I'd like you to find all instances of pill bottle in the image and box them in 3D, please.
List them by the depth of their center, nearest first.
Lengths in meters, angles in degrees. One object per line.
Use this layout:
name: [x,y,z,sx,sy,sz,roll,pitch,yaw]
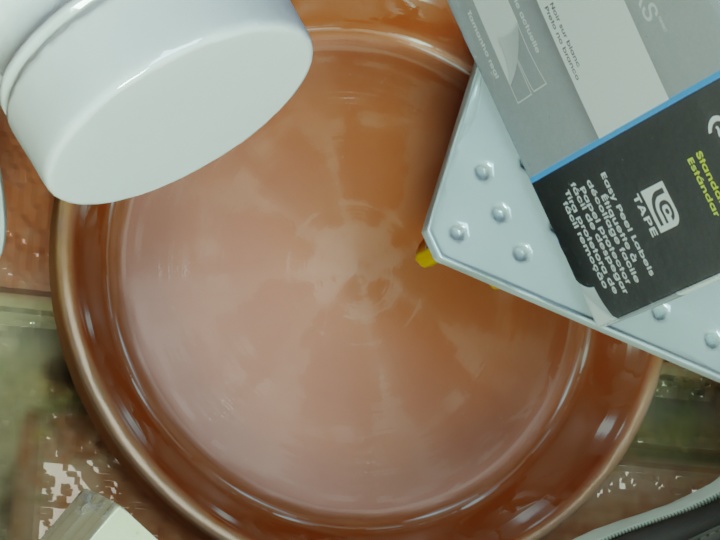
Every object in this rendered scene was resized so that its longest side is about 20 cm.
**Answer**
pill bottle: [-0.095,-0.122,0.814,0.111,0.111,0.200,-24,72,-21]

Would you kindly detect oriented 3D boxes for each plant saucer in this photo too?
plant saucer: [0.000,0.000,0.924,0.200,0.032,0.201,4,78,-18]

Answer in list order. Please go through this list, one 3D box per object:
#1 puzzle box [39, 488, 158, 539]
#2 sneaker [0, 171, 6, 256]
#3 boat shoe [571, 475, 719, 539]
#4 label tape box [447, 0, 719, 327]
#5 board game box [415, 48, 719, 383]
puzzle box: [-0.044,0.169,0.765,0.133,0.025,0.200,-50,117,-13]
sneaker: [-0.191,-0.065,0.850,0.118,0.074,0.201,-28,79,-27]
boat shoe: [0.103,0.104,0.851,0.201,0.061,0.072,-30,117,-32]
label tape box: [0.103,-0.077,0.820,0.066,0.200,0.143,-23,87,-24]
board game box: [0.131,-0.057,0.951,0.200,0.026,0.200,23,71,-16]
